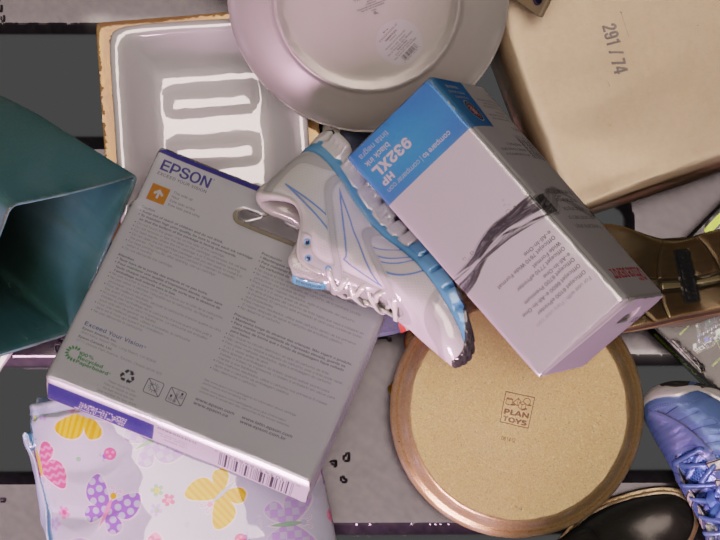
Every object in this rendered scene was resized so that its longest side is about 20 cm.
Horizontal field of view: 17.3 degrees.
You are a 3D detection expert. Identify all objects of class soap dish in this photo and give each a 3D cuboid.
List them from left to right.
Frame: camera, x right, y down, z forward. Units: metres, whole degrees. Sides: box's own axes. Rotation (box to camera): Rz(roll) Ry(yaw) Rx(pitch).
[{"bbox_3d":[-0.108,-0.086,1.732,0.157,0.081,0.200,-4,86,-1],"label":"soap dish"}]

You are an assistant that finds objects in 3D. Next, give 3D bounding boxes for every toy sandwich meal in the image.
[{"bbox_3d":[0.109,0.096,1.733,0.205,0.070,0.206,0,89,-1],"label":"toy sandwich meal"}]

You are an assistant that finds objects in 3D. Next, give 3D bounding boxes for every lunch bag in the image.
[{"bbox_3d":[-0.132,0.156,1.693,0.200,0.127,0.170,-12,87,-13],"label":"lunch bag"}]

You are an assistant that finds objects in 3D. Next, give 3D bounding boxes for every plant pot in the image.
[{"bbox_3d":[-0.295,-0.052,1.678,0.200,0.141,0.142,36,117,21],"label":"plant pot"}]

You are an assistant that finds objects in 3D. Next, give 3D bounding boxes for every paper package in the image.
[{"bbox_3d":[0.196,-0.157,1.733,0.190,0.103,0.200,-19,86,-2],"label":"paper package"}]

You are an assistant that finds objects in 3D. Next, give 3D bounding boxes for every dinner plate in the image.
[{"bbox_3d":[0.005,-0.192,1.655,0.200,0.024,0.201,1,109,2],"label":"dinner plate"}]

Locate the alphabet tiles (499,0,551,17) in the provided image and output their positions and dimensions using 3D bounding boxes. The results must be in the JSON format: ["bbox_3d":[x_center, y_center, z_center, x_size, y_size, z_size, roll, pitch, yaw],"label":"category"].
[{"bbox_3d":[0.085,-0.250,1.681,0.167,0.008,0.200,40,118,30],"label":"alphabet tiles"}]

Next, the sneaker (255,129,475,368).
[{"bbox_3d":[0.000,0.000,1.620,0.087,0.075,0.200,-32,64,-15],"label":"sneaker"}]

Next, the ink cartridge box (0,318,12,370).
[{"bbox_3d":[-0.373,0.064,1.733,0.200,0.045,0.176,35,87,1],"label":"ink cartridge box"}]

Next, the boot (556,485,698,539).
[{"bbox_3d":[0.160,0.222,1.686,0.200,0.138,0.078,-32,87,-4],"label":"boot"}]

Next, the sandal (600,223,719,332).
[{"bbox_3d":[0.214,0.007,1.708,0.200,0.054,0.080,-4,75,-10],"label":"sandal"}]

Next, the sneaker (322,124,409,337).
[{"bbox_3d":[0.020,-0.048,1.724,0.084,0.075,0.200,-6,77,6],"label":"sneaker"}]

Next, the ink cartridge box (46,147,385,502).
[{"bbox_3d":[-0.090,0.036,1.644,0.199,0.041,0.200,22,63,4],"label":"ink cartridge box"}]

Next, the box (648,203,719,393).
[{"bbox_3d":[0.331,0.021,1.752,0.193,0.048,0.200,44,87,5],"label":"box"}]

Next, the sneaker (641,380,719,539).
[{"bbox_3d":[0.274,0.164,1.713,0.200,0.076,0.077,48,42,5],"label":"sneaker"}]

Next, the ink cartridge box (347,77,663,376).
[{"bbox_3d":[0.102,-0.029,1.611,0.084,0.145,0.200,-43,79,13],"label":"ink cartridge box"}]
